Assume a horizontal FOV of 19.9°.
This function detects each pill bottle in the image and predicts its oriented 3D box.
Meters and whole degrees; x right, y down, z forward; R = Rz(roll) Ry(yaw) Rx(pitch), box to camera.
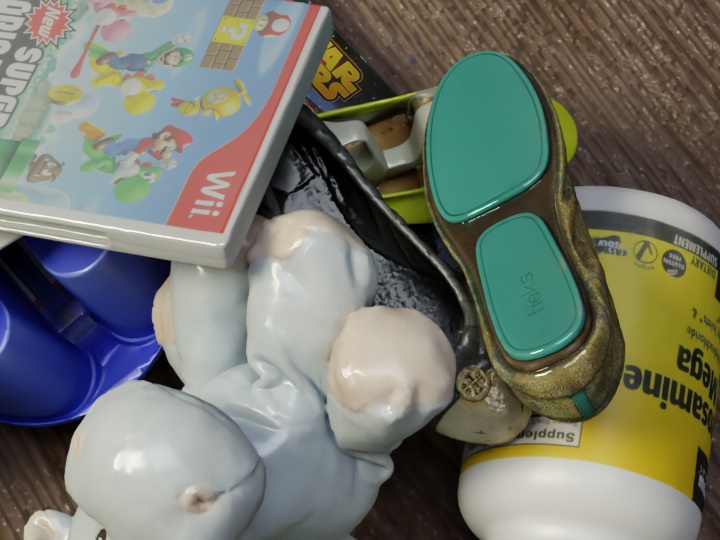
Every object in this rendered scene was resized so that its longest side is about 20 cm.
[{"bbox_3d":[0.107,0.071,0.951,0.112,0.112,0.200,11,67,1],"label":"pill bottle"}]

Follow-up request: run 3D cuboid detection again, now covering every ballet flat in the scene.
[{"bbox_3d":[0.072,-0.013,0.902,0.071,0.071,0.200,-6,45,-6],"label":"ballet flat"},{"bbox_3d":[0.000,0.000,0.905,0.066,0.057,0.200,-42,81,-3],"label":"ballet flat"},{"bbox_3d":[0.013,-0.056,0.980,0.200,0.067,0.067,-12,67,-9],"label":"ballet flat"}]

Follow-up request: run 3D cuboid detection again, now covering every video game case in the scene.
[{"bbox_3d":[-0.127,-0.074,0.886,0.200,0.017,0.143,10,53,15],"label":"video game case"}]

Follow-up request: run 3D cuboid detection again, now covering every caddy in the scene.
[{"bbox_3d":[-0.173,-0.020,0.977,0.141,0.105,0.200,-42,66,0],"label":"caddy"}]

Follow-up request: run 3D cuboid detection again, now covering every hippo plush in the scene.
[{"bbox_3d":[-0.071,0.076,0.870,0.161,0.200,0.159,-31,59,-35],"label":"hippo plush"}]

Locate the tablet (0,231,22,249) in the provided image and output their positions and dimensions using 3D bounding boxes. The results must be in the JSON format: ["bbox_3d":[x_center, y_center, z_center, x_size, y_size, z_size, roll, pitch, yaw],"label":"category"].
[{"bbox_3d":[-0.232,-0.027,0.884,0.200,0.014,0.130,-35,64,-26],"label":"tablet"}]

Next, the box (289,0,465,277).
[{"bbox_3d":[-0.037,-0.048,1.032,0.137,0.040,0.200,-37,74,-16],"label":"box"}]
